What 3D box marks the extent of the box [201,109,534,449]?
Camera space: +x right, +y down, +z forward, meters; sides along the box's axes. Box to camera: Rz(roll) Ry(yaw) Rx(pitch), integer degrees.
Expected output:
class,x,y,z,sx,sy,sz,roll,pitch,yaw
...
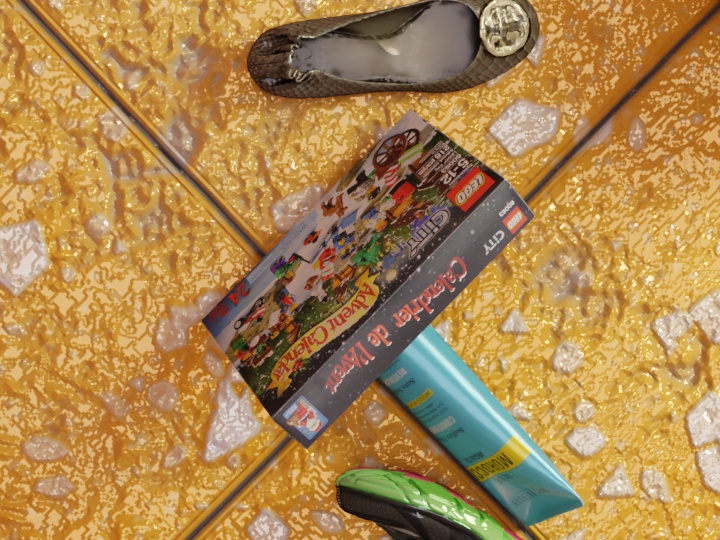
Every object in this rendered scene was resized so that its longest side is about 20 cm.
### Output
class,x,y,z,sx,sy,sz,roll,pitch,yaw
box,0.000,0.000,0.944,0.200,0.137,0.038,-45,124,-1

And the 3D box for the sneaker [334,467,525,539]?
class,x,y,z,sx,sy,sz,roll,pitch,yaw
sneaker,0.064,0.199,0.991,0.199,0.077,0.084,34,86,-4

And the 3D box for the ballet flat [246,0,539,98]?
class,x,y,z,sx,sy,sz,roll,pitch,yaw
ballet flat,0.023,-0.148,0.982,0.197,0.046,0.068,-7,95,-4

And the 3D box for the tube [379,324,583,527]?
class,x,y,z,sx,sy,sz,roll,pitch,yaw
tube,0.063,0.090,0.993,0.200,0.077,0.050,47,65,-3
